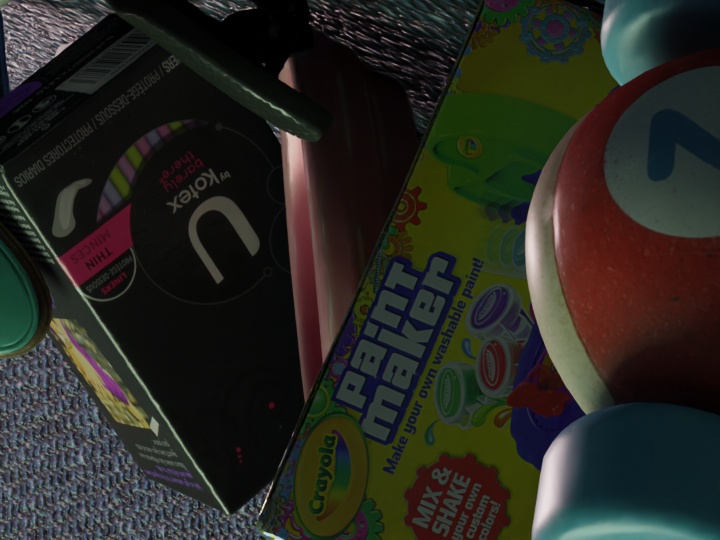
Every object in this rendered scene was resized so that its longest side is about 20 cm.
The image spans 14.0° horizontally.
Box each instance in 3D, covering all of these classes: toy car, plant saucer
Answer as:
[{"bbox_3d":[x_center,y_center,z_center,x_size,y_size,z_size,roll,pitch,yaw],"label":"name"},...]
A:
[{"bbox_3d":[0.159,-0.010,0.706,0.176,0.185,0.200,27,144,-26],"label":"toy car"},{"bbox_3d":[0.000,0.000,1.208,0.050,0.202,0.201,-5,176,-5],"label":"plant saucer"}]

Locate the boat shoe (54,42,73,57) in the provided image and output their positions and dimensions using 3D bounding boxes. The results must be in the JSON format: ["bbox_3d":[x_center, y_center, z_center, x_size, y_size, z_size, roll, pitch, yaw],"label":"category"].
[{"bbox_3d":[-0.125,-0.074,1.523,0.071,0.070,0.200,26,174,-23],"label":"boat shoe"}]

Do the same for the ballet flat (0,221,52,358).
[{"bbox_3d":[-0.225,-0.026,1.319,0.199,0.068,0.072,26,-173,-3],"label":"ballet flat"}]

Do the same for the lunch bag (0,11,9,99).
[{"bbox_3d":[-0.280,-0.085,1.471,0.199,0.137,0.132,-4,-178,-17],"label":"lunch bag"}]

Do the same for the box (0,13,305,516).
[{"bbox_3d":[-0.087,-0.005,1.362,0.200,0.122,0.106,57,161,-20],"label":"box"}]

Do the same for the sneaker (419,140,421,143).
[{"bbox_3d":[0.004,-0.042,1.394,0.200,0.079,0.090,9,147,53],"label":"sneaker"}]

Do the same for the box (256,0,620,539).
[{"bbox_3d":[0.067,0.029,1.028,0.121,0.201,0.193,23,175,10],"label":"box"}]

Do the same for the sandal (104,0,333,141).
[{"bbox_3d":[-0.059,-0.104,1.146,0.075,0.048,0.200,34,-176,-30],"label":"sandal"}]

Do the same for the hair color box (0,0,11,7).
[{"bbox_3d":[-0.167,-0.145,1.101,0.101,0.062,0.200,25,173,-14],"label":"hair color box"}]
